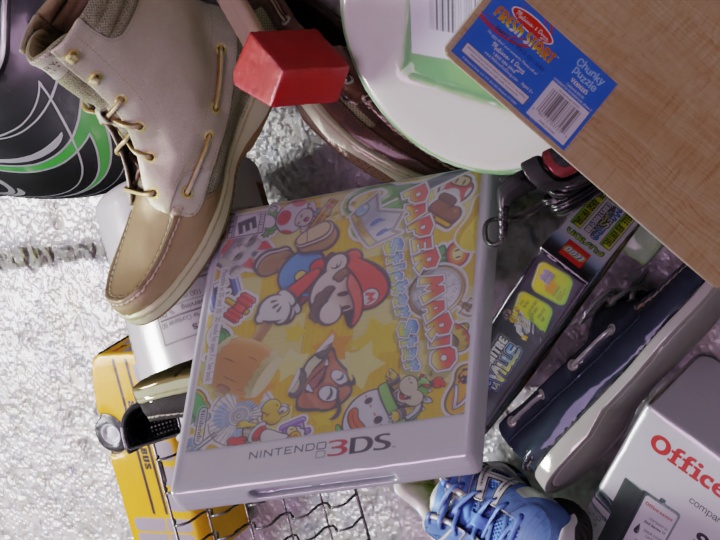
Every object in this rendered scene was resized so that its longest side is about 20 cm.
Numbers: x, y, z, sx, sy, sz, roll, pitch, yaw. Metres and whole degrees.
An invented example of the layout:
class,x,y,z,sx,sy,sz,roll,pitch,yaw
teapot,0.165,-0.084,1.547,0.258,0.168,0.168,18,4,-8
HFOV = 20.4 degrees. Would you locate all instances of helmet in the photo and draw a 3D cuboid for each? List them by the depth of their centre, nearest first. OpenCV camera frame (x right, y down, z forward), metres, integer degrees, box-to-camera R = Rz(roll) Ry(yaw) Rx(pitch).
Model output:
class,x,y,z,sx,sy,sz,roll,pitch,yaw
helmet,-0.190,-0.146,1.303,0.190,0.200,0.201,-18,99,29

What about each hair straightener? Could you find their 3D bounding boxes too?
class,x,y,z,sx,sy,sz,roll,pitch,yaw
hair straightener,0.152,-0.062,1.100,0.041,0.199,0.077,54,170,24

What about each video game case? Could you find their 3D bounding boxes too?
class,x,y,z,sx,sy,sz,roll,pitch,yaw
video game case,-0.012,0.036,1.142,0.180,0.201,0.023,-10,140,21

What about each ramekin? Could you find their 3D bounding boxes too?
class,x,y,z,sx,sy,sz,roll,pitch,yaw
ramekin,0.084,-0.153,1.137,0.199,0.098,0.202,16,121,28

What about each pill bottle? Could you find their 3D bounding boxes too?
class,x,y,z,sx,sy,sz,roll,pitch,yaw
pill bottle,-0.096,0.036,1.314,0.114,0.114,0.202,-23,79,38

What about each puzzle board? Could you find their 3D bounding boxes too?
class,x,y,z,sx,sy,sz,roll,pitch,yaw
puzzle board,0.162,-0.111,1.053,0.200,0.017,0.151,39,90,-12

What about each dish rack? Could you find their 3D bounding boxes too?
class,x,y,z,sx,sy,sz,roll,pitch,yaw
dish rack,-0.068,0.170,1.392,0.152,0.055,0.202,-16,90,4

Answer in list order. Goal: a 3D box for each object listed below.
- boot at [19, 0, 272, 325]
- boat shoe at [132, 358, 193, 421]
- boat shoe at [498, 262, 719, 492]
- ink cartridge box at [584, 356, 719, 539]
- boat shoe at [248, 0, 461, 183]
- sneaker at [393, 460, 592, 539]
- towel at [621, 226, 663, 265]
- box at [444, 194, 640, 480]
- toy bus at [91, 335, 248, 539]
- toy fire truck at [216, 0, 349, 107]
class,x,y,z,sx,sy,sz,roll,pitch,yaw
boot,-0.141,-0.084,1.190,0.072,0.154,0.201,10,73,49
boat shoe,-0.040,0.075,1.208,0.199,0.072,0.067,-12,98,15
boat shoe,0.160,0.045,1.214,0.062,0.075,0.201,47,116,24
ink cartridge box,0.210,0.176,1.239,0.146,0.083,0.201,35,125,17
boat shoe,-0.002,-0.123,1.263,0.202,0.075,0.075,36,116,14
sneaker,0.082,0.164,1.260,0.200,0.076,0.076,19,92,69
towel,0.163,-0.115,1.179,0.149,0.031,0.201,41,127,14
box,0.104,0.032,1.216,0.035,0.110,0.201,37,135,7
toy bus,-0.137,0.143,1.473,0.078,0.065,0.202,-5,107,34
toy fire truck,-0.067,-0.202,1.165,0.200,0.048,0.142,48,134,39
